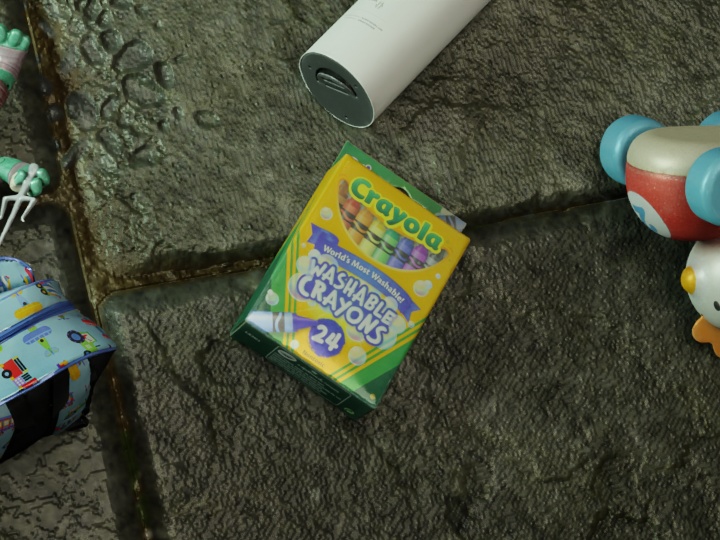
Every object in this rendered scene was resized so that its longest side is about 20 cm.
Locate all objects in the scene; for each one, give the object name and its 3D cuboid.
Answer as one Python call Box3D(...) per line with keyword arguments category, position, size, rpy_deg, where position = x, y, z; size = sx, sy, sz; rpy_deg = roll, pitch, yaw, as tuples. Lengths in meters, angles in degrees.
Box3D(category="crayon box", position=(0.000, 0.000, 1.817), size=(0.125, 0.052, 0.201), rpy_deg=(34, 66, -8))
Box3D(category="speaker", position=(0.040, -0.210, 1.876), size=(0.081, 0.081, 0.200), rpy_deg=(44, 65, -3))
Box3D(category="toy car", position=(0.302, -0.018, 1.894), size=(0.176, 0.184, 0.202), rpy_deg=(-4, 105, -21))
Box3D(category="backpack", position=(-0.271, 0.071, 1.615), size=(0.182, 0.200, 0.135), rpy_deg=(-29, 86, -24))
Box3D(category="turtle figurine", position=(-0.311, -0.094, 1.705), size=(0.149, 0.101, 0.201), rpy_deg=(17, 57, -20))
